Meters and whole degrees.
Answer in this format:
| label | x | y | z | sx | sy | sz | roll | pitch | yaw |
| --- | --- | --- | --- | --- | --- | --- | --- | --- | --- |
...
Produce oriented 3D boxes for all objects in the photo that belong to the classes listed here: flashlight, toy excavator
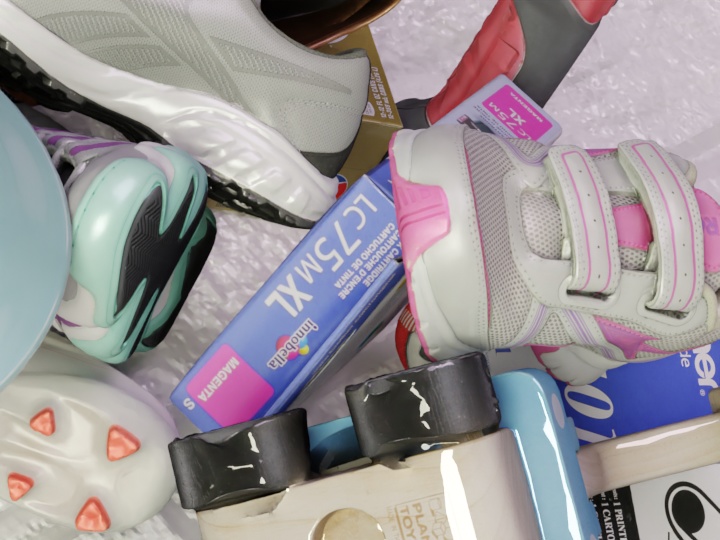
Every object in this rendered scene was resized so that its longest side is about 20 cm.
| label | x | y | z | sx | sy | sz | roll | pitch | yaw |
| --- | --- | --- | --- | --- | --- | --- | --- | --- | --- |
| flashlight | 0.055 | -0.095 | 1.215 | 0.068 | 0.200 | 0.068 | -3 | 52 | -38 |
| toy excavator | 0.051 | 0.075 | 1.032 | 0.200 | 0.194 | 0.100 | -10 | 84 | -75 |

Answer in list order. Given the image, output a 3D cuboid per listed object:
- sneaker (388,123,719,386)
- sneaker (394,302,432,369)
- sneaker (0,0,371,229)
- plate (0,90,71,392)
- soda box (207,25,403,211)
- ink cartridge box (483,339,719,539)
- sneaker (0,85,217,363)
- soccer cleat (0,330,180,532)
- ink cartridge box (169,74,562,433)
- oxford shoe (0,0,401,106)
| label | x | y | z | sx | sy | sz | roll | pitch | yaw |
| --- | --- | --- | --- | --- | --- | --- | --- | --- | --- |
| sneaker | 0.075 | -0.012 | 1.021 | 0.200 | 0.088 | 0.082 | 11 | 68 | -62 |
| sneaker | 0.076 | 0.010 | 1.246 | 0.085 | 0.077 | 0.199 | 35 | 32 | 33 |
| sneaker | -0.086 | -0.090 | 1.092 | 0.200 | 0.080 | 0.074 | 29 | -6 | -16 |
| plate | -0.189 | -0.020 | 0.938 | 0.199 | 0.026 | 0.201 | 5 | 50 | -5 |
| soda box | -0.048 | -0.117 | 1.272 | 0.067 | 0.064 | 0.201 | 7 | 46 | -29 |
| ink cartridge box | 0.102 | 0.088 | 1.132 | 0.094 | 0.044 | 0.201 | 1 | 72 | -36 |
| sneaker | -0.127 | -0.027 | 1.064 | 0.139 | 0.200 | 0.078 | 27 | 82 | 2 |
| soccer cleat | -0.154 | 0.033 | 1.048 | 0.199 | 0.070 | 0.078 | 27 | 11 | -1 |
| ink cartridge box | 0.000 | 0.000 | 1.107 | 0.042 | 0.119 | 0.200 | 42 | 25 | 1 |
| oxford shoe | -0.075 | -0.100 | 1.149 | 0.199 | 0.072 | 0.071 | -20 | 38 | -18 |
